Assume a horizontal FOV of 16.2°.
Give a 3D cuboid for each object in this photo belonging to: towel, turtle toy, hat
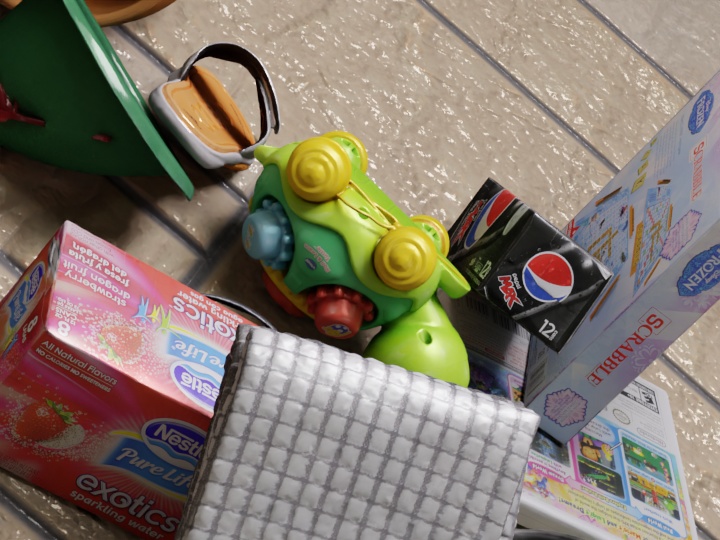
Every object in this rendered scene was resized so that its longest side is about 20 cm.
[{"bbox_3d":[-0.014,0.142,1.280,0.164,0.202,0.086,18,0,-12],"label":"towel"},{"bbox_3d":[0.000,0.000,1.566,0.200,0.101,0.146,46,8,1],"label":"turtle toy"},{"bbox_3d":[-0.222,-0.085,1.497,0.201,0.175,0.166,59,-1,3],"label":"hat"}]

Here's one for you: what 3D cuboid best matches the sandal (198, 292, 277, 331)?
[{"bbox_3d":[-0.094,0.040,1.470,0.199,0.043,0.076,27,35,-24],"label":"sandal"}]

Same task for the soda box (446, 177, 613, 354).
[{"bbox_3d":[0.105,-0.007,1.649,0.071,0.063,0.200,37,3,-10],"label":"soda box"}]

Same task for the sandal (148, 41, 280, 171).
[{"bbox_3d":[-0.081,-0.105,1.586,0.079,0.059,0.207,51,8,-5],"label":"sandal"}]

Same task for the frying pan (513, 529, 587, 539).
[{"bbox_3d":[0.068,0.164,1.401,0.114,0.031,0.189,-18,28,-40],"label":"frying pan"}]

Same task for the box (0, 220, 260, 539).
[{"bbox_3d":[-0.107,0.076,1.361,0.199,0.100,0.096,30,33,-21],"label":"box"}]

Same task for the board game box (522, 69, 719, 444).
[{"bbox_3d":[0.189,-0.013,1.656,0.041,0.200,0.201,35,32,-14],"label":"board game box"}]

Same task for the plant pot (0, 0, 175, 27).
[{"bbox_3d":[-0.156,-0.255,1.634,0.200,0.200,0.140,49,16,10],"label":"plant pot"}]

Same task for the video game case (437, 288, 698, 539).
[{"bbox_3d":[0.136,0.111,1.663,0.199,0.024,0.183,27,35,-26],"label":"video game case"}]
